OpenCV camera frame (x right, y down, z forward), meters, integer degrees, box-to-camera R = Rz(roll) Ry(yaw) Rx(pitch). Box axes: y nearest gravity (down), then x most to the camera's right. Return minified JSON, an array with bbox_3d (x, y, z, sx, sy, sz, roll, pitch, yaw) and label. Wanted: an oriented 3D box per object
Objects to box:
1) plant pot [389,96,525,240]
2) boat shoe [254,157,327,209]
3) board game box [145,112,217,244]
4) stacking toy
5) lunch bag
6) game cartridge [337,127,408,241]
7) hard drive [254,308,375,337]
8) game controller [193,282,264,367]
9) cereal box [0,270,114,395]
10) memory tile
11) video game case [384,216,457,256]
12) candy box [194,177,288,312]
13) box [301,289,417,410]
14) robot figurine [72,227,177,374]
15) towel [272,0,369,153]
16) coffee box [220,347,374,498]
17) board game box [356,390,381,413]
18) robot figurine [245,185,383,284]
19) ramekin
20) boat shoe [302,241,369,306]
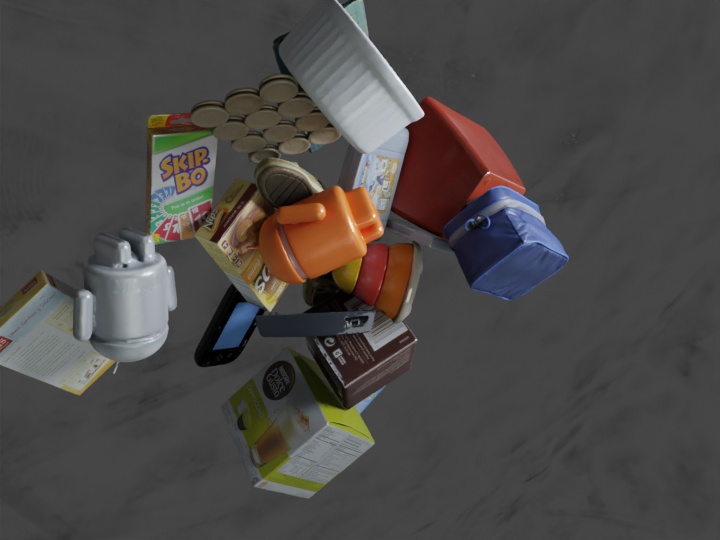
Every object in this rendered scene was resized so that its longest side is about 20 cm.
[{"bbox_3d":[0.168,-0.151,1.168,0.199,0.177,0.201,11,120,-47],"label":"plant pot"},{"bbox_3d":[-0.107,-0.135,1.022,0.071,0.077,0.200,-30,156,13],"label":"boat shoe"},{"bbox_3d":[-0.256,-0.129,0.937,0.095,0.030,0.202,-14,134,-33],"label":"board game box"},{"bbox_3d":[0.000,0.000,1.149,0.197,0.147,0.147,15,126,-5],"label":"stacking toy"},{"bbox_3d":[0.227,-0.049,1.070,0.135,0.133,0.199,-38,148,25],"label":"lunch bag"},{"bbox_3d":[0.014,-0.145,1.087,0.133,0.041,0.203,-9,116,-60],"label":"game cartridge"},{"bbox_3d":[-0.075,0.090,1.132,0.197,0.043,0.135,-2,177,-2],"label":"hard drive"},{"bbox_3d":[-0.223,0.093,1.180,0.104,0.042,0.201,7,123,-45],"label":"game controller"},{"bbox_3d":[-0.448,0.099,0.985,0.144,0.040,0.200,-42,143,0],"label":"cereal box"},{"bbox_3d":[-0.122,-0.202,0.901,0.151,0.017,0.200,-15,164,17],"label":"memory tile"},{"bbox_3d":[0.122,-0.062,1.217,0.199,0.181,0.022,13,100,-47],"label":"video game case"},{"bbox_3d":[-0.170,-0.036,1.050,0.116,0.055,0.201,-57,148,-21],"label":"candy box"},{"bbox_3d":[-0.004,0.142,1.285,0.163,0.167,0.200,-31,160,-13],"label":"box"},{"bbox_3d":[-0.334,0.044,0.942,0.169,0.112,0.203,-20,121,-48],"label":"robot figurine"},{"bbox_3d":[-0.043,-0.284,0.974,0.146,0.022,0.201,-33,144,-11],"label":"towel"},{"bbox_3d":[-0.127,0.315,1.352,0.197,0.200,0.200,-41,143,8],"label":"coffee box"},{"bbox_3d":[-0.048,0.325,1.580,0.200,0.037,0.151,-48,143,11],"label":"board game box"},{"bbox_3d":[-0.068,-0.053,0.989,0.198,0.118,0.144,-24,-173,6],"label":"robot figurine"},{"bbox_3d":[-0.016,-0.248,0.854,0.097,0.201,0.200,-39,145,10],"label":"ramekin"},{"bbox_3d":[-0.044,-0.004,1.222,0.073,0.063,0.202,7,122,-45],"label":"boat shoe"}]
